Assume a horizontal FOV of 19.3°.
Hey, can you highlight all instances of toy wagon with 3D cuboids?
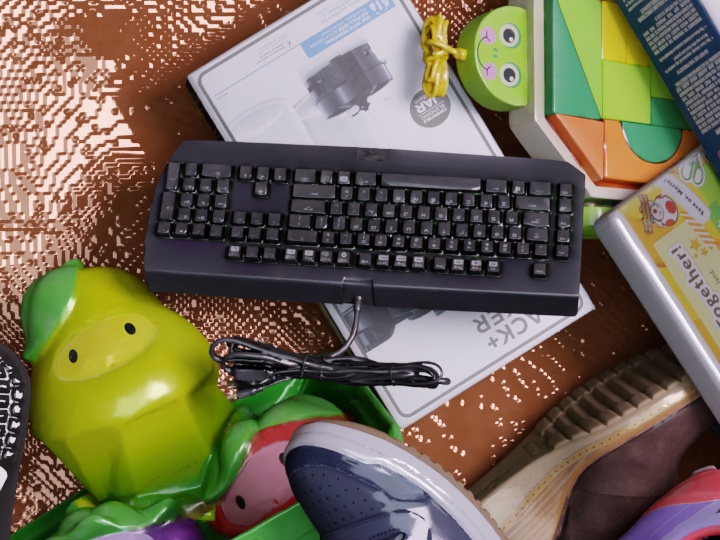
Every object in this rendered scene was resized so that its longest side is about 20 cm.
[{"bbox_3d":[0.122,-0.092,1.021,0.200,0.040,0.156,5,81,-30],"label":"toy wagon"}]

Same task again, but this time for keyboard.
[{"bbox_3d":[0.000,0.000,0.963,0.199,0.021,0.127,3,68,6],"label":"keyboard"}]

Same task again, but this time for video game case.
[{"bbox_3d":[0.228,0.016,1.017,0.182,0.023,0.200,-34,92,-29],"label":"video game case"}]

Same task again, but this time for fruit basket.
[{"bbox_3d":[-0.088,0.093,0.994,0.215,0.156,0.216,-4,107,-14],"label":"fruit basket"}]

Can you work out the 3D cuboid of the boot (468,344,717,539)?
[{"bbox_3d":[0.140,0.144,1.046,0.200,0.072,0.166,-37,103,8],"label":"boot"}]

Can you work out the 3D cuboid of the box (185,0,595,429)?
[{"bbox_3d":[0.014,-0.037,1.036,0.116,0.060,0.200,-30,94,-4],"label":"box"}]

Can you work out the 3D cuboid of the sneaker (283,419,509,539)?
[{"bbox_3d":[0.024,0.162,0.892,0.200,0.070,0.109,48,52,-16],"label":"sneaker"}]

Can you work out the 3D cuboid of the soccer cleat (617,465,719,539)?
[{"bbox_3d":[0.113,0.171,0.975,0.067,0.076,0.200,43,105,-9],"label":"soccer cleat"}]

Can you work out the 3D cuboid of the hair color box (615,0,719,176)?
[{"bbox_3d":[0.175,-0.140,0.990,0.100,0.061,0.200,-29,86,-26],"label":"hair color box"}]

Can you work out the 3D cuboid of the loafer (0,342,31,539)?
[{"bbox_3d":[-0.195,0.130,0.964,0.073,0.071,0.201,18,78,-18],"label":"loafer"}]

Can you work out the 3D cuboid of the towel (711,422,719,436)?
[{"bbox_3d":[0.277,0.097,1.068,0.200,0.049,0.112,42,79,-4],"label":"towel"}]
